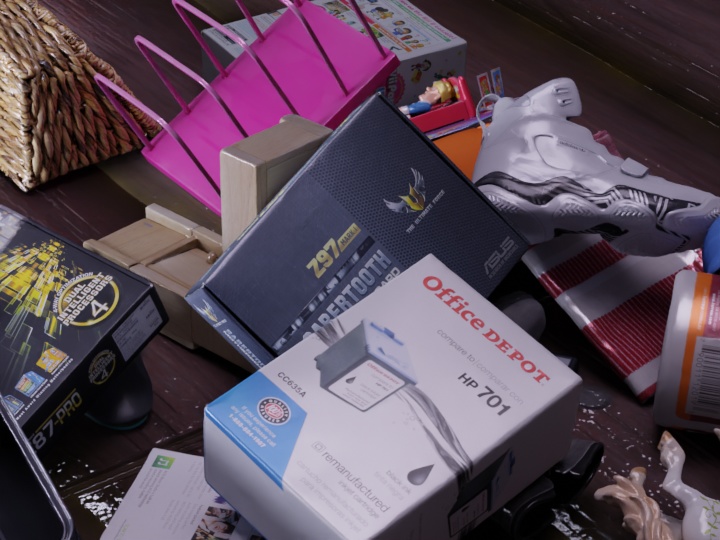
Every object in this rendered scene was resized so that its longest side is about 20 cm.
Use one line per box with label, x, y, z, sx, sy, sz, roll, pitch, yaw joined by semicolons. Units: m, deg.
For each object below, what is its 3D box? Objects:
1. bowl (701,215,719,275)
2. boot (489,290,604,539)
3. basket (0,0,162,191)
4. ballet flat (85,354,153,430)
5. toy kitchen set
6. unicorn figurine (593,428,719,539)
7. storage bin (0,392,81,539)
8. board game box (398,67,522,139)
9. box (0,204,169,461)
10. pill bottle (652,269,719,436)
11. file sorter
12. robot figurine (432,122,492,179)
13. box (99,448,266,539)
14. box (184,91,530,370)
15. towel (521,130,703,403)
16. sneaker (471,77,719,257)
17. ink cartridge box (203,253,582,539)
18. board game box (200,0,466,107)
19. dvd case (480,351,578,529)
bowl;0.345;0.010;1.537;0.200;0.201;0.040;9;65;11
boot;0.112;0.104;1.461;0.131;0.070;0.200;22;49;23
basket;-0.282;-0.185;1.851;0.149;0.143;0.200;-22;40;-31
ballet flat;-0.208;0.039;1.570;0.073;0.073;0.200;-13;35;-22
toy kitchen set;-0.088;-0.056;1.619;0.200;0.181;0.163;25;38;36
unicorn figurine;0.267;0.156;1.413;0.199;0.074;0.137;-25;48;-13
storage bin;-0.255;0.158;1.309;0.135;0.094;0.200;-27;48;-13
board game box;0.048;-0.134;1.793;0.158;0.039;0.200;-14;8;31
box;-0.257;0.061;1.489;0.161;0.049;0.200;25;62;34
pill bottle;0.312;0.070;1.496;0.199;0.115;0.114;10;33;9
file sorter;-0.099;-0.170;1.775;0.200;0.126;0.139;-45;47;-10
robot figurine;0.082;-0.049;1.678;0.200;0.117;0.144;-22;-1;-32
box;-0.066;0.185;1.377;0.199;0.036;0.144;9;33;14
box;0.000;0.000;1.477;0.158;0.051;0.200;45;68;-6
towel;0.197;-0.007;1.615;0.144;0.023;0.200;-28;73;-36
sneaker;0.175;-0.078;1.573;0.199;0.075;0.115;4;66;-3
ink cartridge box;0.020;0.102;1.352;0.200;0.086;0.146;-35;59;-27
board game box;-0.025;-0.190;1.944;0.199;0.064;0.148;-18;38;-26
dvd case;0.064;0.106;1.521;0.142;0.018;0.200;11;33;16
